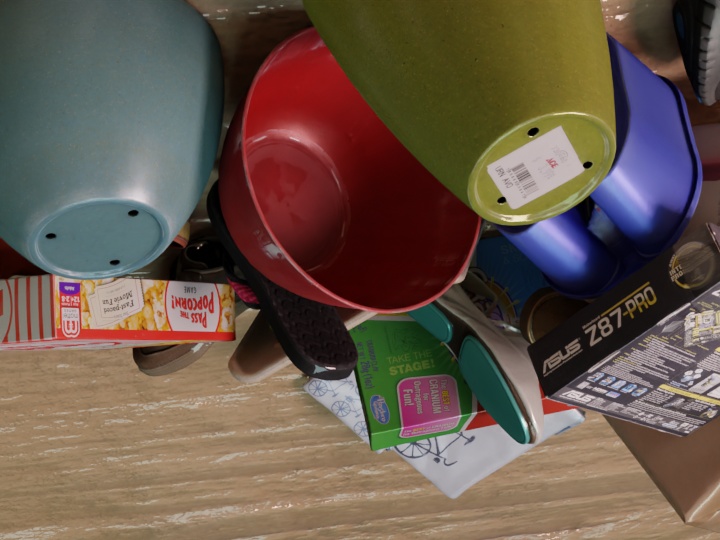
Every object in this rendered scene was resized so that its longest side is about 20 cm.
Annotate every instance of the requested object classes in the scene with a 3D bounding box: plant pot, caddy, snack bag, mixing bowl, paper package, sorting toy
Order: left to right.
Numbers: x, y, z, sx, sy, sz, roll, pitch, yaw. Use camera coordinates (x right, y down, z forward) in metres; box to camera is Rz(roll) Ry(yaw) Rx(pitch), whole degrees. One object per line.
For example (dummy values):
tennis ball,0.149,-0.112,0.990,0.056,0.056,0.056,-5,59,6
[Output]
plant pot,-0.178,-0.075,1.086,0.198,0.136,0.201,-10,149,-6
mixing bowl,-0.023,-0.059,1.145,0.199,0.202,0.108,10,162,-34
sorting toy,0.000,0.000,1.271,0.199,0.185,0.037,-26,106,22
snack bag,0.076,0.121,1.516,0.200,0.021,0.188,42,125,-18
plant pot,0.077,-0.131,1.008,0.185,0.201,0.188,-13,143,-10
caddy,0.167,-0.073,1.176,0.141,0.201,0.105,-35,126,29
paper package,0.316,0.101,1.456,0.191,0.201,0.103,-47,140,15

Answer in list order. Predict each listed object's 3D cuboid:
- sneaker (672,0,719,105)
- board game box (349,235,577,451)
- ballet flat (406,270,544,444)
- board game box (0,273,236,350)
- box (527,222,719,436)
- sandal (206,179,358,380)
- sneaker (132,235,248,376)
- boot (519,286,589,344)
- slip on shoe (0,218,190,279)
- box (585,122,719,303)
sneaker,0.263,-0.187,1.137,0.081,0.074,0.201,-13,149,-2
board game box,0.089,0.054,1.375,0.198,0.154,0.040,-12,155,-5
ballet flat,0.096,0.048,1.322,0.069,0.200,0.070,-33,155,-18
board game box,-0.210,0.033,1.208,0.150,0.047,0.199,-5,175,33
box,0.236,0.049,1.167,0.161,0.049,0.199,-36,147,28
sandal,-0.065,0.008,1.195,0.075,0.201,0.045,1,138,-36
sneaker,-0.128,0.009,1.324,0.199,0.071,0.075,-36,123,27
boot,0.222,0.073,1.296,0.198,0.075,0.074,19,98,-25
slip on shoe,-0.217,-0.019,1.220,0.198,0.062,0.074,-16,165,5
box,0.257,-0.037,1.273,0.198,0.110,0.128,-3,158,33
